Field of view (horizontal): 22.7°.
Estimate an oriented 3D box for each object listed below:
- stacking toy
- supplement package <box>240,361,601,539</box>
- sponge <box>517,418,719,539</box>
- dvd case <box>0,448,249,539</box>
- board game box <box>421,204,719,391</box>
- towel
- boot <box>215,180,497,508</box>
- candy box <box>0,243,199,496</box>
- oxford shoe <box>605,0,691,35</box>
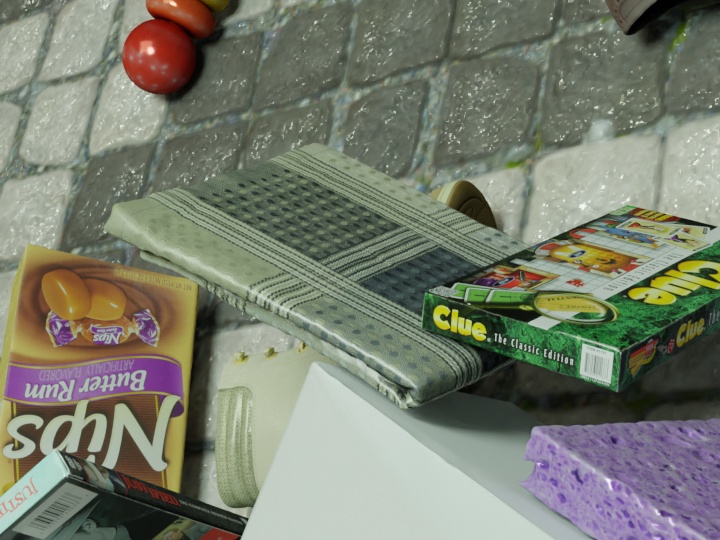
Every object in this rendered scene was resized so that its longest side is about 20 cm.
[{"bbox_3d":[-0.117,-0.222,1.308,0.085,0.085,0.202,21,83,46],"label":"stacking toy"},{"bbox_3d":[0.045,0.179,0.812,0.191,0.146,0.202,33,104,46],"label":"supplement package"},{"bbox_3d":[0.175,0.097,0.760,0.111,0.198,0.030,31,112,47],"label":"sponge"},{"bbox_3d":[-0.153,0.170,0.985,0.146,0.200,0.022,-41,58,12],"label":"dvd case"},{"bbox_3d":[0.126,0.008,0.863,0.104,0.199,0.024,19,114,31],"label":"board game box"},{"bbox_3d":[0.000,0.000,0.899,0.199,0.192,0.035,29,118,26],"label":"towel"},{"bbox_3d":[-0.004,0.044,1.037,0.154,0.072,0.202,-6,60,41],"label":"boot"},{"bbox_3d":[-0.167,0.091,1.105,0.057,0.115,0.202,127,151,-54],"label":"candy box"},{"bbox_3d":[0.229,-0.189,1.007,0.198,0.071,0.073,-16,82,28],"label":"oxford shoe"}]
